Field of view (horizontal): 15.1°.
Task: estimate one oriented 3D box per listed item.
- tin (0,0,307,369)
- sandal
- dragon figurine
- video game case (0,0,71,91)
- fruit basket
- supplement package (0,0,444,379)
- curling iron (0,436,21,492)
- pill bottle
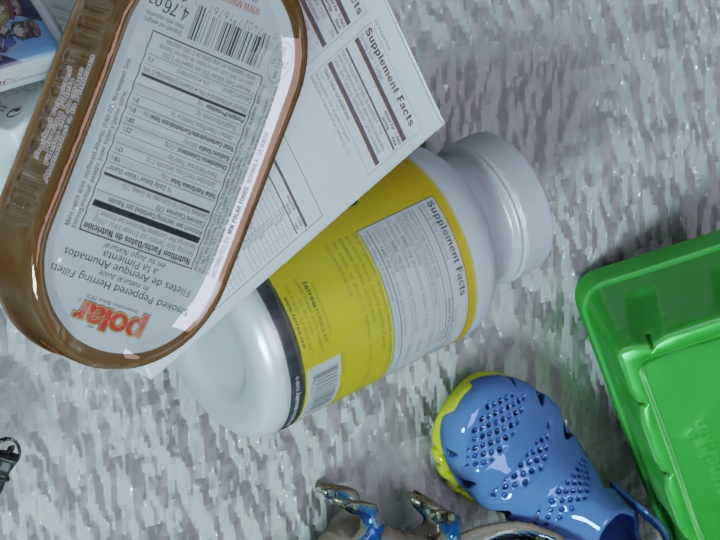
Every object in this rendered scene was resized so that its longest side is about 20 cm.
[{"bbox_3d":[-0.092,-0.053,1.197,0.112,0.042,0.201,20,91,-35],"label":"tin"},{"bbox_3d":[0.119,0.130,1.558,0.200,0.087,0.080,44,77,-33],"label":"sandal"},{"bbox_3d":[0.017,0.175,1.502,0.199,0.059,0.100,7,97,-27],"label":"dragon figurine"},{"bbox_3d":[-0.249,-0.143,1.180,0.182,0.200,0.023,-19,154,-31],"label":"video game case"},{"bbox_3d":[0.228,0.067,1.607,0.155,0.216,0.216,-18,118,11],"label":"fruit basket"},{"bbox_3d":[-0.098,-0.082,1.305,0.200,0.152,0.151,-42,124,-21],"label":"supplement package"},{"bbox_3d":[-0.209,0.025,1.328,0.049,0.026,0.201,-11,108,6],"label":"curling iron"},{"bbox_3d":[0.000,0.000,1.423,0.199,0.112,0.113,-26,115,-29],"label":"pill bottle"}]
